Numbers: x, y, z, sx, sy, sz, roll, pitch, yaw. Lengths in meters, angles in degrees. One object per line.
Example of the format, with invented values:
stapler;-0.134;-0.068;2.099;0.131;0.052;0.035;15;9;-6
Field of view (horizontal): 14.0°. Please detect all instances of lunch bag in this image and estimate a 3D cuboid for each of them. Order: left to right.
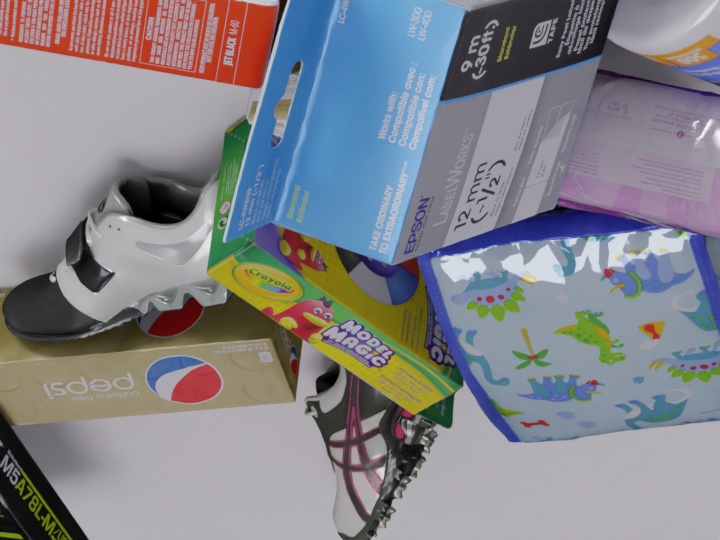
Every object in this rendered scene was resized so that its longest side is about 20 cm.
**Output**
lunch bag;0.139;0.013;1.726;0.170;0.128;0.200;-9;156;16

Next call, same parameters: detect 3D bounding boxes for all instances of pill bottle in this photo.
pill bottle;0.216;-0.144;1.529;0.200;0.112;0.112;17;143;-43

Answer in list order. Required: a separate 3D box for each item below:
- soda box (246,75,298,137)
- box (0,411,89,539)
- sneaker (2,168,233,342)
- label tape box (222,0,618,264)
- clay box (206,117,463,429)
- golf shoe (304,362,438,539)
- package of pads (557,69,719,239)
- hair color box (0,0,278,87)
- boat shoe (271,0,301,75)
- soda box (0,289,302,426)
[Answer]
soda box;0.025;-0.087;1.618;0.068;0.064;0.200;-1;166;36
box;-0.296;0.138;1.957;0.200;0.048;0.193;7;142;31
sneaker;-0.145;-0.017;1.793;0.200;0.074;0.089;-16;117;27
label tape box;0.034;-0.082;1.428;0.066;0.200;0.144;32;122;27
clay box;0.000;0.000;1.749;0.200;0.115;0.048;34;132;-30
golf shoe;0.006;0.101;1.916;0.088;0.077;0.200;27;137;6
package of pads;0.160;-0.061;1.561;0.200;0.076;0.120;14;179;26
hair color box;-0.135;-0.161;1.397;0.199;0.111;0.064;11;139;-4
boat shoe;0.004;-0.186;1.484;0.065;0.201;0.073;23;169;-30
soda box;-0.141;0.048;1.863;0.199;0.064;0.068;-6;139;13
